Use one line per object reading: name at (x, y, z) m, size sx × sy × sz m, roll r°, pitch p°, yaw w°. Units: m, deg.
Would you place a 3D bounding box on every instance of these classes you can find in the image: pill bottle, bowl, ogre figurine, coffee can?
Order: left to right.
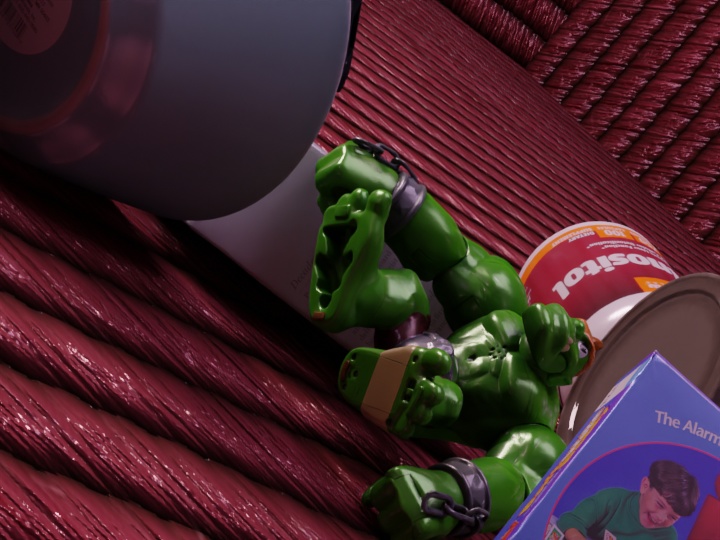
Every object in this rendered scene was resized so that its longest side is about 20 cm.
bowl at (-0.111, -0.118, 0.944) m, size 0.105 × 0.202 × 0.201 m, roll -9°, pitch 47°, yaw -49°
ogre figurine at (0.039, 0.039, 0.967) m, size 0.119 × 0.098 × 0.200 m, roll 22°, pitch 23°, yaw -39°
pill bottle at (0.174, 0.052, 1.406) m, size 0.113 × 0.113 × 0.200 m, roll 37°, pitch 11°, yaw -22°
coffee can at (0.233, 0.117, 1.253) m, size 0.200 × 0.147 × 0.147 m, roll 36°, pitch 11°, yaw -21°

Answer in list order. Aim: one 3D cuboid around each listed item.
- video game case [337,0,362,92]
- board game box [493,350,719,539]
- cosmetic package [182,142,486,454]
video game case at (-0.067, -0.152, 1.115) m, size 0.142 × 0.019 × 0.200 m, roll 26°, pitch -9°, yaw 1°
board game box at (0.144, 0.149, 0.835) m, size 0.200 × 0.135 × 0.045 m, roll 42°, pitch -24°, yaw 2°
cosmetic package at (0.000, 0.000, 1.074) m, size 0.200 × 0.074 × 0.102 m, roll 36°, pitch 1°, yaw -18°
